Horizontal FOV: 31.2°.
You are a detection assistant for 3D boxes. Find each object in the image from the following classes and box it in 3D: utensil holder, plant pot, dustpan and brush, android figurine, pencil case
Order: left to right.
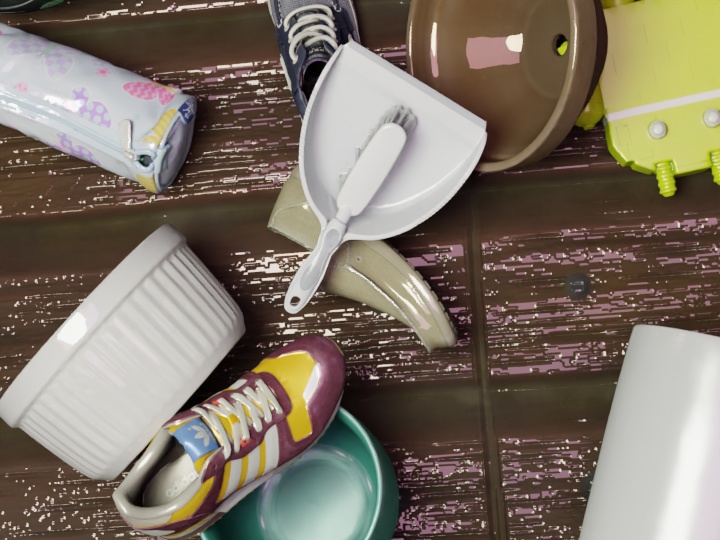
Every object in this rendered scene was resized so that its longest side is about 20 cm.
[{"bbox_3d":[-0.236,-0.135,1.074,0.199,0.091,0.084,23,132,7],"label":"pencil case"},{"bbox_3d":[-0.006,-0.056,1.004,0.139,0.057,0.201,29,109,-8],"label":"dustpan and brush"},{"bbox_3d":[0.131,-0.180,1.030,0.092,0.200,0.203,-4,85,-36],"label":"plant pot"},{"bbox_3d":[0.256,-0.163,1.067,0.180,0.041,0.202,-10,84,4],"label":"android figurine"},{"bbox_3d":[0.261,0.157,0.984,0.168,0.170,0.202,13,86,5],"label":"utensil holder"}]

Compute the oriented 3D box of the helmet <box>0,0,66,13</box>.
[{"bbox_3d":[-0.294,-0.311,1.047,0.189,0.200,0.202,0,86,27],"label":"helmet"}]

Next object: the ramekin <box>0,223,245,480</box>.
[{"bbox_3d":[-0.180,0.071,1.016,0.105,0.200,0.200,43,91,-4],"label":"ramekin"}]

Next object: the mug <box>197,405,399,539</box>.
[{"bbox_3d":[-0.057,0.173,1.030,0.184,0.114,0.152,35,83,21],"label":"mug"}]

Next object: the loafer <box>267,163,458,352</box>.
[{"bbox_3d":[0.000,0.000,1.065,0.068,0.076,0.200,-45,75,2],"label":"loafer"}]

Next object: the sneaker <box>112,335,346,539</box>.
[{"bbox_3d":[-0.092,0.120,0.945,0.200,0.090,0.075,-45,68,-3],"label":"sneaker"}]

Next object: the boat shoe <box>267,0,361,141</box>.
[{"bbox_3d":[-0.034,-0.191,1.065,0.074,0.093,0.202,-19,86,3],"label":"boat shoe"}]
